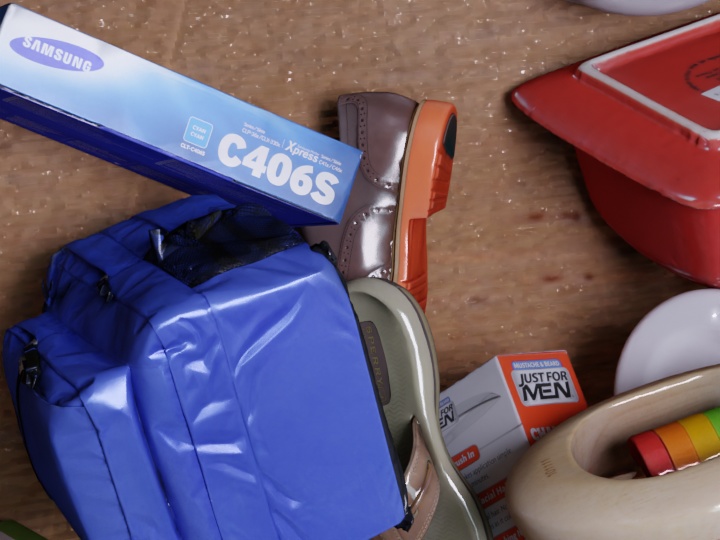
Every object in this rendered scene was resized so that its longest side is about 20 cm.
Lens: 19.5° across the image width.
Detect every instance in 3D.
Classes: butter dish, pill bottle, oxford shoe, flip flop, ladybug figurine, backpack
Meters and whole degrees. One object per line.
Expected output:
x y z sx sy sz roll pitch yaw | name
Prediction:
0.217 -0.051 1.198 0.200 0.199 0.148 -21 121 -22 | butter dish
0.237 0.072 1.189 0.200 0.111 0.111 7 86 -54 | pill bottle
0.000 0.000 1.157 0.072 0.071 0.200 13 92 11 | oxford shoe
0.015 0.103 1.088 0.058 0.081 0.200 -15 94 -58 | flip flop
0.172 0.102 1.031 0.200 0.136 0.072 -17 112 -1 | ladybug figurine
-0.089 0.049 1.033 0.167 0.200 0.163 -15 110 -16 | backpack

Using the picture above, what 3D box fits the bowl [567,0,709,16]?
0.169 -0.217 1.155 0.201 0.090 0.201 -7 126 -10 | bowl

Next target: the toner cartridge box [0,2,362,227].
-0.108 -0.076 1.084 0.200 0.095 0.043 22 80 -22 | toner cartridge box

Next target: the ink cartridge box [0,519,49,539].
-0.233 0.193 1.000 0.200 0.148 0.076 -18 98 -21 | ink cartridge box

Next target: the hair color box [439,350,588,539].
0.090 0.156 1.115 0.064 0.111 0.200 -2 65 -44 | hair color box
